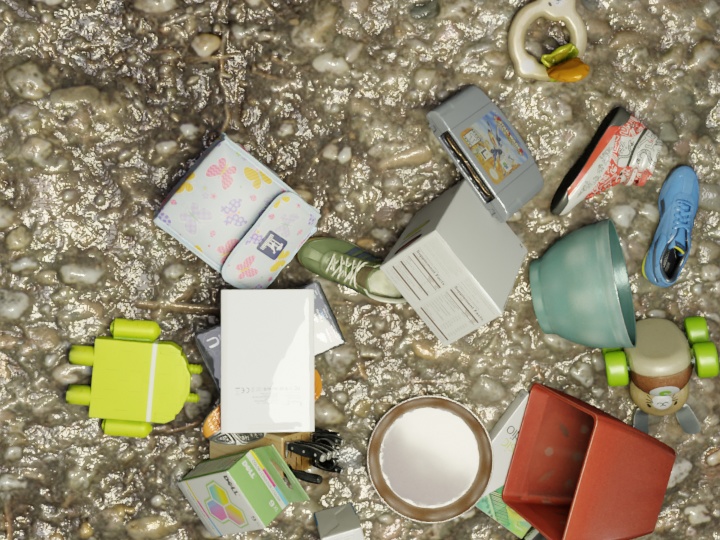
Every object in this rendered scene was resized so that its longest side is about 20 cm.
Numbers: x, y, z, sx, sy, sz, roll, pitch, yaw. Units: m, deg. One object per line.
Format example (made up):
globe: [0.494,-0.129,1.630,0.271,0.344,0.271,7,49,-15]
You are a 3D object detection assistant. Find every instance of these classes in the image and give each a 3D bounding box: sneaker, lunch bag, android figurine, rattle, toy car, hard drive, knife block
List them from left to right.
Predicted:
android figurine: [-0.342,0.165,1.490,0.200,0.041,0.182,4,95,-8]
lunch bag: [-0.177,-0.079,1.449,0.200,0.127,0.170,41,91,-16]
sneaker: [-0.154,0.209,1.467,0.200,0.092,0.076,-22,88,-34]
hard drive: [-0.132,0.128,1.391,0.132,0.025,0.200,0,87,-5]
knife block: [-0.125,0.269,1.463,0.200,0.176,0.064,1,95,-8]
sneaker: [0.000,0.000,1.497,0.200,0.090,0.067,21,93,-9]
rattle: [0.292,-0.388,1.481,0.130,0.143,0.200,9,101,9]
sneaker: [0.395,-0.149,1.551,0.108,0.067,0.202,34,87,-7]
toy car: [0.479,0.190,1.565,0.164,0.158,0.200,-8,115,12]
sneaker: [0.511,-0.070,1.571,0.066,0.078,0.200,15,92,-7]

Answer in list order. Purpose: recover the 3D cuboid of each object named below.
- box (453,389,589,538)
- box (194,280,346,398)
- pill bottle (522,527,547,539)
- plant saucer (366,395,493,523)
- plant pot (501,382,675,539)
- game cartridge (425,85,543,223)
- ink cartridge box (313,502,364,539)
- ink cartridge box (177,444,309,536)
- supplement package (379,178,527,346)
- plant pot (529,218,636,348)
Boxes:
box: [0.263,0.315,1.594,0.144,0.036,0.200,36,91,-10]
box: [-0.135,0.101,1.467,0.200,0.122,0.106,-24,89,-6]
pill bottle: [0.273,0.499,1.578,0.200,0.106,0.106,-45,100,-2]
plant saucer: [0.110,0.297,1.556,0.200,0.032,0.201,0,89,3]
plant pot: [0.358,0.304,1.501,0.176,0.200,0.200,13,94,-19]
game cartridge: [0.196,-0.183,1.498,0.133,0.042,0.200,-39,94,-37]
ink cartridge box: [-0.013,0.481,1.531,0.068,0.115,0.200,-14,98,-6]
ink cartridge box: [-0.177,0.329,1.456,0.059,0.200,0.104,-40,102,-43]
supplement package: [0.143,-0.018,1.449,0.111,0.200,0.156,-34,102,32]
plant pot: [0.338,0.030,1.513,0.134,0.200,0.201,-11,98,20]
